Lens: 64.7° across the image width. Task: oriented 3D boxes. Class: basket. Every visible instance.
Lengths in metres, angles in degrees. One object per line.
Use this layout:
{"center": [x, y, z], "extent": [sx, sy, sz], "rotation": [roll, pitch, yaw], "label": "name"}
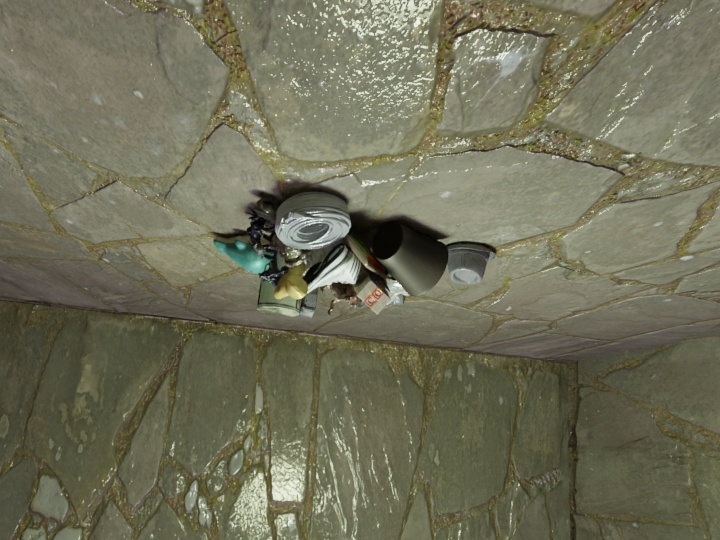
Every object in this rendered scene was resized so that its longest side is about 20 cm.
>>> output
{"center": [0.131, -0.042, 1.601], "extent": [0.198, 0.182, 0.136], "rotation": [30, -168, -43], "label": "basket"}

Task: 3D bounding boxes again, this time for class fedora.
{"center": [0.328, -0.012, 1.746], "extent": [0.170, 0.094, 0.200], "rotation": [1, 165, 13], "label": "fedora"}

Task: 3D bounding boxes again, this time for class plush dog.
{"center": [-0.196, -0.055, 1.692], "extent": [0.196, 0.164, 0.172], "rotation": [-8, 137, 40], "label": "plush dog"}

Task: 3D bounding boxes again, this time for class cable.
{"center": [-0.122, -0.122, 1.449], "extent": [0.193, 0.071, 0.201], "rotation": [-4, 156, -19], "label": "cable"}

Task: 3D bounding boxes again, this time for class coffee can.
{"center": [-0.260, 0.035, 1.876], "extent": [0.141, 0.207, 0.147], "rotation": [5, 165, 1], "label": "coffee can"}

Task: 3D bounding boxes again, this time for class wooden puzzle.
{"center": [0.002, -0.059, 1.600], "extent": [0.037, 0.186, 0.200], "rotation": [-42, 152, 3], "label": "wooden puzzle"}

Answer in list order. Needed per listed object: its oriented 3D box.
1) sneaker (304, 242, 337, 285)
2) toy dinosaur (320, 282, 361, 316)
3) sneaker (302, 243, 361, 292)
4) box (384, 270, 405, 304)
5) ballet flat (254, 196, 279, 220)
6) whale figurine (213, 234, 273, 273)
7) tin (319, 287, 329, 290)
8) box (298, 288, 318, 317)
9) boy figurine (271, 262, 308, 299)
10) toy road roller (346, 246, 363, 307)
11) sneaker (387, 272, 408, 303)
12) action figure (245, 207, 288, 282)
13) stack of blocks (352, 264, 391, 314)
{"center": [-0.115, -0.041, 1.613], "extent": [0.079, 0.206, 0.076], "rotation": [-11, -147, -28], "label": "sneaker"}
{"center": [-0.044, 0.050, 1.710], "extent": [0.131, 0.203, 0.087], "rotation": [-15, 129, 16], "label": "toy dinosaur"}
{"center": [-0.074, 0.024, 1.565], "extent": [0.114, 0.077, 0.199], "rotation": [37, 123, -25], "label": "sneaker"}
{"center": [0.065, 0.057, 1.981], "extent": [0.193, 0.045, 0.161], "rotation": [0, -152, 12], "label": "box"}
{"center": [-0.210, -0.151, 1.508], "extent": [0.066, 0.048, 0.199], "rotation": [19, 177, 31], "label": "ballet flat"}
{"center": [-0.367, -0.051, 1.783], "extent": [0.193, 0.107, 0.160], "rotation": [8, 163, 6], "label": "whale figurine"}
{"center": [-0.110, 0.000, 1.877], "extent": [0.040, 0.116, 0.200], "rotation": [6, 165, -8], "label": "tin"}
{"center": [-0.162, 0.041, 1.869], "extent": [0.047, 0.207, 0.159], "rotation": [9, 164, -6], "label": "box"}
{"center": [-0.189, 0.029, 1.562], "extent": [0.064, 0.125, 0.199], "rotation": [44, 169, -19], "label": "boy figurine"}
{"center": [0.000, 0.000, 1.844], "extent": [0.121, 0.146, 0.203], "rotation": [33, 139, 19], "label": "toy road roller"}
{"center": [0.091, 0.044, 1.784], "extent": [0.196, 0.077, 0.093], "rotation": [-25, 123, 24], "label": "sneaker"}
{"center": [-0.253, -0.076, 1.549], "extent": [0.099, 0.206, 0.118], "rotation": [-12, 168, -29], "label": "action figure"}
{"center": [0.030, 0.045, 1.637], "extent": [0.115, 0.059, 0.201], "rotation": [41, -171, -22], "label": "stack of blocks"}
